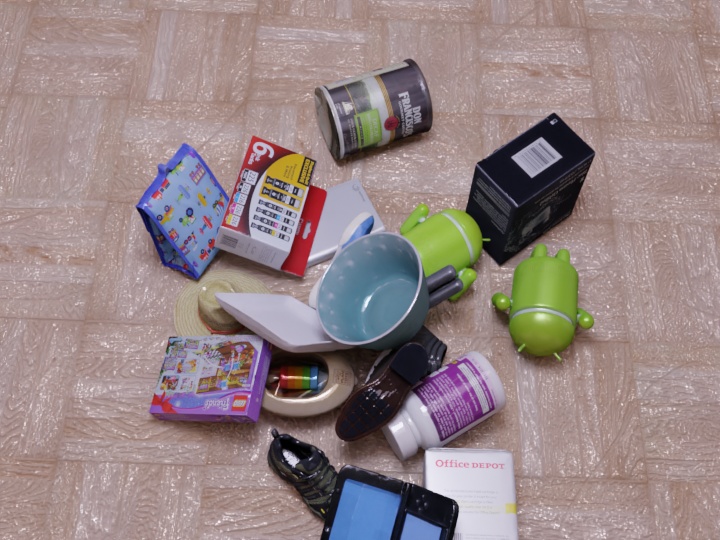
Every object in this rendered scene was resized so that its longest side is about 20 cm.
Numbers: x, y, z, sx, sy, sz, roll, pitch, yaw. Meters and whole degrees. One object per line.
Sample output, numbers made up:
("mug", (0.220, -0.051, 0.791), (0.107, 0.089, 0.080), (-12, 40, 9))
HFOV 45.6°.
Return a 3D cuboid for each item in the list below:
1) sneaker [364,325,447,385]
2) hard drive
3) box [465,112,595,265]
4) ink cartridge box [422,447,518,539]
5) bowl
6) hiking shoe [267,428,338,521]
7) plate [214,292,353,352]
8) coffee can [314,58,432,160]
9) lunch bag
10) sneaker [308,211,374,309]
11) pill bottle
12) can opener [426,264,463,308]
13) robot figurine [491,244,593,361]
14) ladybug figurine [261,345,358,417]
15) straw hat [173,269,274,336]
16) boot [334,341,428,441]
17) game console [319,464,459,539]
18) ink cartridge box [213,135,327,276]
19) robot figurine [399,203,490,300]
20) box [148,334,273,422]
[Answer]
("sneaker", (0.079, 0.176, 1.463), (0.098, 0.071, 0.201), (27, 60, 18))
("hard drive", (-0.067, -0.087, 1.628), (0.197, 0.027, 0.133), (-22, 65, -14))
("box", (0.305, -0.147, 1.574), (0.195, 0.201, 0.118), (-33, 66, -18))
("ink cartridge box", (0.170, 0.390, 1.342), (0.142, 0.084, 0.203), (2, 62, 0))
("bowl", (0.035, 0.049, 1.413), (0.198, 0.105, 0.204), (-17, 54, 25))
("hiking shoe", (-0.071, 0.331, 1.356), (0.198, 0.101, 0.076), (32, 65, 15))
("plate", (-0.120, 0.091, 1.436), (0.198, 0.199, 0.033), (29, 104, 34))
("coffee can", (0.025, -0.317, 1.689), (0.197, 0.147, 0.148), (-19, 63, -11))
("lunch bag", (-0.313, -0.112, 1.525), (0.093, 0.201, 0.152), (18, 60, 27))
("sneaker", (0.000, 0.000, 1.540), (0.110, 0.077, 0.202), (27, 77, 17))
("pill bottle", (0.132, 0.226, 1.413), (0.198, 0.113, 0.113), (-28, 65, -14))
("can opener", (0.084, 0.051, 1.497), (0.198, 0.067, 0.054), (-30, 106, 12))
("robot figurine", (0.321, 0.058, 1.502), (0.172, 0.116, 0.203), (12, 62, -1))
("ladybug figurine", (-0.102, 0.189, 1.449), (0.196, 0.072, 0.138), (5, 61, 1))
("straw hat", (-0.241, 0.063, 1.505), (0.197, 0.086, 0.204), (1, 61, -2))
("boot", (0.039, 0.194, 1.392), (0.075, 0.097, 0.200), (45, 97, 1))
("game console", (0.034, 0.414, 1.274), (0.115, 0.175, 0.203), (21, 80, -33))
("ink cartridge box", (-0.150, -0.115, 1.554), (0.173, 0.084, 0.203), (20, 62, -11))
("robot figurine", (0.137, -0.035, 1.555), (0.198, 0.116, 0.176), (-31, 71, -18))
("box", (-0.247, 0.178, 1.421), (0.197, 0.039, 0.139), (-3, 61, 26))
